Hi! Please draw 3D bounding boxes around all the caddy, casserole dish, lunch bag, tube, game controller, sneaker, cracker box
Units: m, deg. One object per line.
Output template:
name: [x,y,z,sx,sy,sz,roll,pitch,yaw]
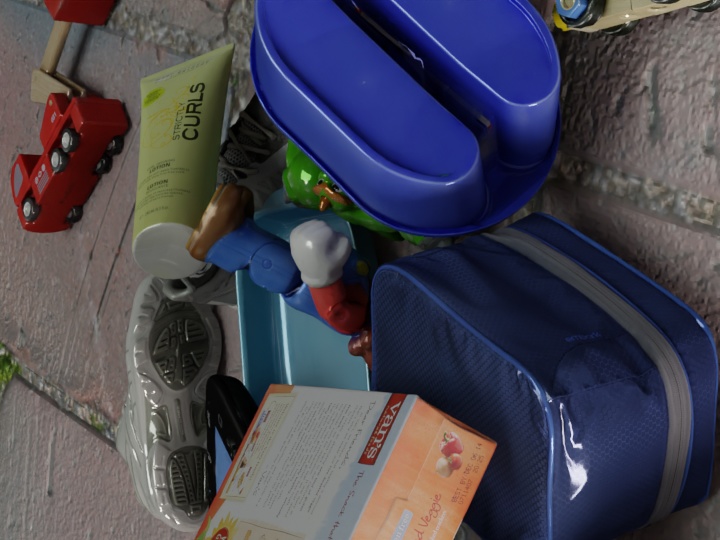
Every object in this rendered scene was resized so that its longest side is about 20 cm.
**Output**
caddy: [0.025,-0.113,1.016,0.200,0.141,0.105,45,170,12]
casserole dish: [-0.029,0.043,1.210,0.121,0.039,0.201,-9,84,44]
lunch bag: [0.100,0.059,0.979,0.200,0.132,0.136,41,139,47]
tube: [-0.124,-0.081,1.203,0.200,0.058,0.052,-90,17,-46]
game controller: [-0.082,0.160,1.230,0.104,0.042,0.200,50,152,32]
sneaker: [-0.158,0.100,1.367,0.099,0.078,0.201,-10,80,56]
sneaker: [-0.094,-0.061,1.249,0.075,0.115,0.201,35,117,48]
cracker box: [-0.020,0.135,0.956,0.134,0.058,0.200,-64,20,-13]

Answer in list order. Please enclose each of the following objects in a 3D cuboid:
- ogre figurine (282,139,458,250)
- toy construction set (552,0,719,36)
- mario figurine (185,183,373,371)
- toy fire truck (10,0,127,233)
ogre figurine: [0.021,-0.081,1.120,0.199,0.098,0.120,19,92,19]
toy construction set: [0.142,-0.201,0.971,0.200,0.092,0.132,-14,77,63]
mario figurine: [0.000,0.000,1.095,0.106,0.200,0.124,-58,2,38]
toy fire truck: [-0.254,-0.144,1.520,0.200,0.049,0.141,-52,50,39]
